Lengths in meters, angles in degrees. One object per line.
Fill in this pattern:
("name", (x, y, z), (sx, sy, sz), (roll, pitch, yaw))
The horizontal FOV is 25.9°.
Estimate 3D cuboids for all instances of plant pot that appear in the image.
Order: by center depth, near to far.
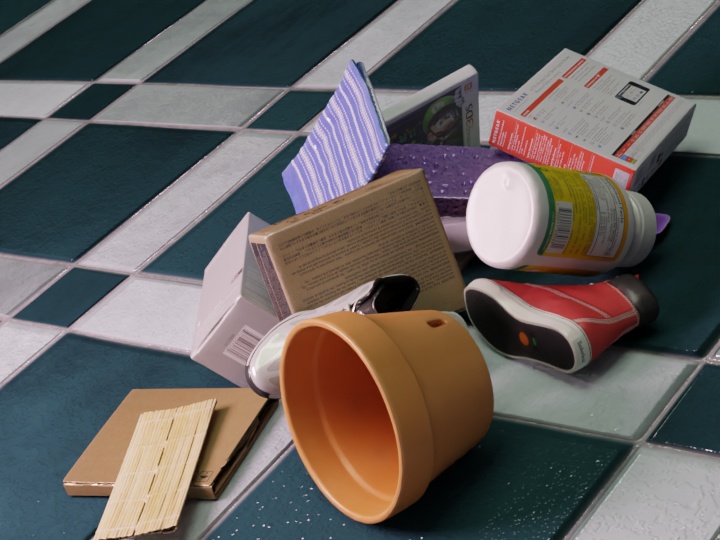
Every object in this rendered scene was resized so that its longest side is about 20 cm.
("plant pot", (0.034, 0.123, 1.499), (0.139, 0.202, 0.200), (-18, 24, -31))

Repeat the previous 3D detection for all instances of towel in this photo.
("towel", (-0.031, -0.126, 1.818), (0.024, 0.200, 0.146), (6, 47, -29))

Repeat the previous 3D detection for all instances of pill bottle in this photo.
("pill bottle", (0.218, -0.051, 1.661), (0.199, 0.114, 0.112), (4, 10, -38))

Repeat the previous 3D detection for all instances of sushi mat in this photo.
("sushi mat", (-0.212, 0.208, 1.638), (0.095, 0.012, 0.201), (-11, 33, 16))

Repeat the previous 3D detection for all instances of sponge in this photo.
("sponge", (0.102, -0.104, 1.811), (0.198, 0.030, 0.112), (3, 38, 17))

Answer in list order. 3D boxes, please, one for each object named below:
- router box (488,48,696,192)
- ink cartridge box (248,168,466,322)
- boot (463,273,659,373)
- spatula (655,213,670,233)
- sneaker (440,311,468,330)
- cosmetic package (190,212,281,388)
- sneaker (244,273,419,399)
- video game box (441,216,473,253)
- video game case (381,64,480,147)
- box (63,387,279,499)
("router box", (0.273, -0.173, 1.834), (0.179, 0.049, 0.200), (26, 39, 19))
("ink cartridge box", (0.000, 0.000, 1.711), (0.199, 0.166, 0.075), (-23, 11, -19))
("boot", (0.213, 0.035, 1.648), (0.144, 0.073, 0.199), (-28, 29, -27))
("spatula", (0.253, -0.046, 1.796), (0.199, 0.021, 0.057), (-7, 24, 32))
("sneaker", (0.026, 0.114, 1.650), (0.199, 0.074, 0.082), (-30, -1, -6))
("cosmetic package", (-0.130, 0.033, 1.818), (0.107, 0.090, 0.200), (-51, 21, 22))
("sneaker", (-0.026, 0.055, 1.595), (0.200, 0.076, 0.115), (-31, -7, -19))
("video game box", (0.196, -0.090, 1.863), (0.199, 0.047, 0.182), (-8, 28, 32))
("video game case", (0.063, -0.144, 1.942), (0.199, 0.182, 0.023), (-29, 56, -15))
("box", (-0.205, 0.185, 1.709), (0.199, 0.021, 0.164), (-4, 33, 30))
